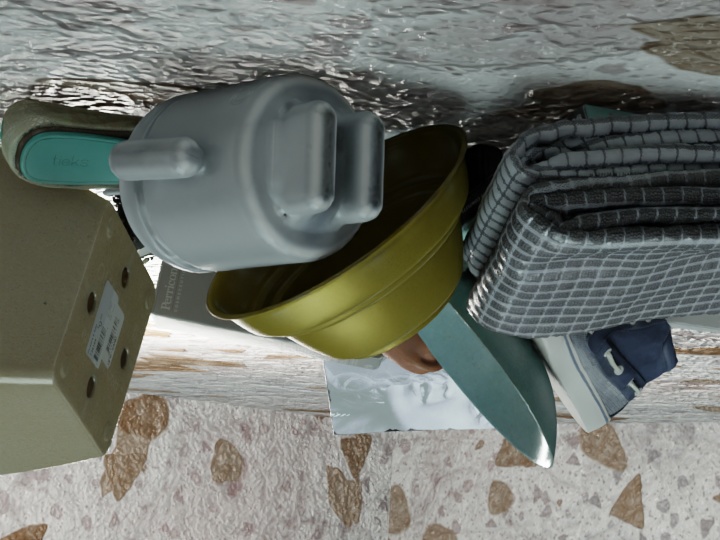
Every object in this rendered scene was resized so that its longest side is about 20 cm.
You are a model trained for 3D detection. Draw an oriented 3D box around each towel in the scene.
[{"bbox_3d":[0.174,-0.023,1.291,0.198,0.086,0.166,-3,155,-10],"label":"towel"}]

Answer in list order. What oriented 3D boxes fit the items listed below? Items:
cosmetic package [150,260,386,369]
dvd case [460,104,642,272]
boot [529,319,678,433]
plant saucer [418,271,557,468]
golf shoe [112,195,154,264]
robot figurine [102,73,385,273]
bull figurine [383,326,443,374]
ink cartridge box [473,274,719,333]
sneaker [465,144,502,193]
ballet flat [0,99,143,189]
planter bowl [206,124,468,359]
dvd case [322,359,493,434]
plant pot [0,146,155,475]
[{"bbox_3d":[-0.069,0.011,1.714,0.198,0.108,0.090,10,171,-4],"label":"cosmetic package"},{"bbox_3d":[0.143,-0.046,1.364,0.145,0.022,0.200,7,150,-34],"label":"dvd case"},{"bbox_3d":[0.160,0.031,1.445,0.090,0.073,0.200,-36,143,-2],"label":"boot"},{"bbox_3d":[0.086,0.051,1.474,0.039,0.201,0.201,-38,177,-9],"label":"plant saucer"},{"bbox_3d":[-0.145,-0.047,1.577,0.093,0.079,0.200,-7,180,-3],"label":"golf shoe"},{"bbox_3d":[-0.072,-0.058,1.274,0.169,0.114,0.199,13,167,-43],"label":"robot figurine"},{"bbox_3d":[0.000,0.000,1.616,0.065,0.200,0.121,-49,176,39],"label":"bull figurine"},{"bbox_3d":[0.180,-0.006,1.576,0.198,0.087,0.146,6,-179,-25],"label":"ink cartridge box"},{"bbox_3d":[0.032,-0.052,1.463,0.103,0.061,0.200,0,176,-11],"label":"sneaker"},{"bbox_3d":[-0.145,-0.082,1.378,0.198,0.068,0.062,11,-153,-28],"label":"ballet flat"},{"bbox_3d":[0.004,-0.002,1.330,0.200,0.200,0.084,-7,123,52],"label":"planter bowl"},{"bbox_3d":[0.067,0.085,1.804,0.198,0.016,0.150,-3,131,5],"label":"dvd case"},{"bbox_3d":[-0.252,0.031,1.417,0.175,0.201,0.200,8,153,14],"label":"plant pot"}]
